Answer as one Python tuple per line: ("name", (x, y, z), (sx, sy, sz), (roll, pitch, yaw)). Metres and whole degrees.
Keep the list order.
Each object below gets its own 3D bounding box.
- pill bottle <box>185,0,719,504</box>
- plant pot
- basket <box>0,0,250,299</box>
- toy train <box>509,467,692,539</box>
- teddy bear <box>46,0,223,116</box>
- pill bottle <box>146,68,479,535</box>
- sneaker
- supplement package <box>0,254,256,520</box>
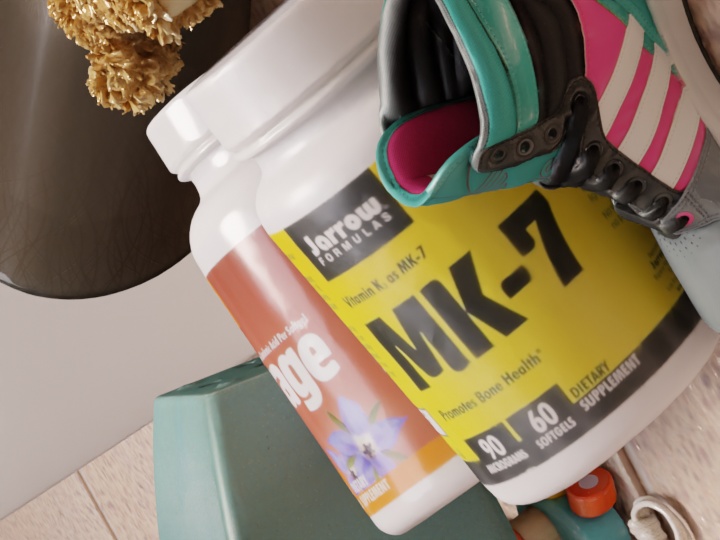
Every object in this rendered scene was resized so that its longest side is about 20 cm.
("pill bottle", (0.033, -0.021, 1.078), (0.200, 0.114, 0.114), (49, 162, -7))
("plant pot", (-0.010, 0.135, 1.289), (0.141, 0.141, 0.201), (-8, 100, 70))
("basket", (-0.113, -0.113, 1.303), (0.135, 0.181, 0.201), (24, 144, 9))
("toy train", (0.061, 0.069, 1.287), (0.201, 0.055, 0.150), (55, 161, 10))
("teddy bear", (-0.097, -0.130, 1.090), (0.200, 0.066, 0.146), (-132, 25, -68))
("pill bottle", (0.000, 0.000, 1.197), (0.201, 0.112, 0.112), (55, 161, 5))
("sneaker", (0.070, -0.042, 0.991), (0.201, 0.120, 0.084), (62, 160, -14))
("supplement package", (-0.180, 0.024, 1.592), (0.156, 0.199, 0.111), (61, 162, -12))
